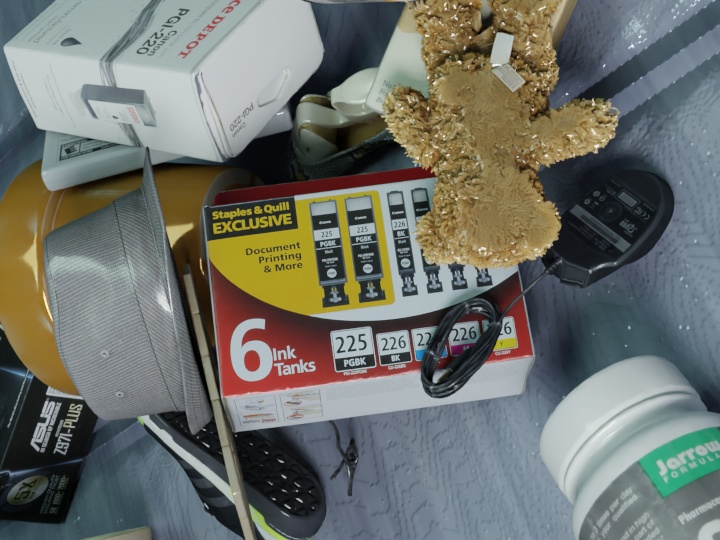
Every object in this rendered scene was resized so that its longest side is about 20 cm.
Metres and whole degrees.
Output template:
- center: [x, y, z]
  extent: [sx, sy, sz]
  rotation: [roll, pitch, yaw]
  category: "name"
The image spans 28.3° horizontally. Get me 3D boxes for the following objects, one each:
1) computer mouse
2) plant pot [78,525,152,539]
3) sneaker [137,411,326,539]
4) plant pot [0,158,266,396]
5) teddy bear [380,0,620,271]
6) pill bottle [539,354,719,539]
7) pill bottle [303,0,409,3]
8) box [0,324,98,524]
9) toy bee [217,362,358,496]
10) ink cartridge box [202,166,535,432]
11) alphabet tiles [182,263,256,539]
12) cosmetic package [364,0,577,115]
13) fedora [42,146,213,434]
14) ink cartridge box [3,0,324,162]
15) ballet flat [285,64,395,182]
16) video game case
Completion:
- center: [0.115, 0.011, 0.877]
  extent: [0.199, 0.034, 0.059]
  rotation: [-39, 50, -6]
  category: "computer mouse"
- center: [-0.245, 0.330, 1.170]
  extent: [0.186, 0.186, 0.202]
  rotation: [-18, 81, 44]
  category: "plant pot"
- center: [-0.114, 0.151, 1.083]
  extent: [0.200, 0.072, 0.083]
  rotation: [43, 130, 12]
  category: "sneaker"
- center: [-0.163, -0.007, 1.152]
  extent: [0.182, 0.200, 0.203]
  rotation: [-8, 73, 30]
  category: "plant pot"
- center: [0.082, -0.097, 0.889]
  extent: [0.144, 0.067, 0.202]
  rotation: [-19, 76, 2]
  category: "teddy bear"
- center: [0.183, 0.150, 0.764]
  extent: [0.113, 0.112, 0.201]
  rotation: [-53, 47, 25]
  category: "pill bottle"
- center: [-0.011, -0.230, 0.912]
  extent: [0.200, 0.115, 0.118]
  rotation: [21, 96, 63]
  category: "pill bottle"
- center: [-0.322, 0.113, 1.361]
  extent: [0.163, 0.086, 0.202]
  rotation: [33, 105, 48]
  category: "box"
- center: [-0.048, 0.047, 1.038]
  extent: [0.131, 0.107, 0.202]
  rotation: [89, -172, -61]
  category: "toy bee"
- center: [0.000, 0.000, 0.941]
  extent: [0.084, 0.197, 0.178]
  rotation: [89, 173, -68]
  category: "ink cartridge box"
- center: [-0.092, 0.103, 0.965]
  extent: [0.168, 0.007, 0.201]
  rotation: [83, 171, -54]
  category: "alphabet tiles"
- center: [0.090, -0.183, 0.952]
  extent: [0.104, 0.071, 0.202]
  rotation: [23, 102, 8]
  category: "cosmetic package"
- center: [-0.162, 0.024, 0.968]
  extent: [0.178, 0.089, 0.201]
  rotation: [-111, 9, -48]
  category: "fedora"
- center: [-0.150, -0.168, 1.097]
  extent: [0.198, 0.085, 0.146]
  rotation: [13, 48, 31]
  category: "ink cartridge box"
- center: [-0.009, -0.119, 1.082]
  extent: [0.199, 0.072, 0.073]
  rotation: [-20, 66, 44]
  category: "ballet flat"
- center: [-0.157, -0.146, 1.160]
  extent: [0.198, 0.023, 0.183]
  rotation: [-14, 39, 3]
  category: "video game case"
